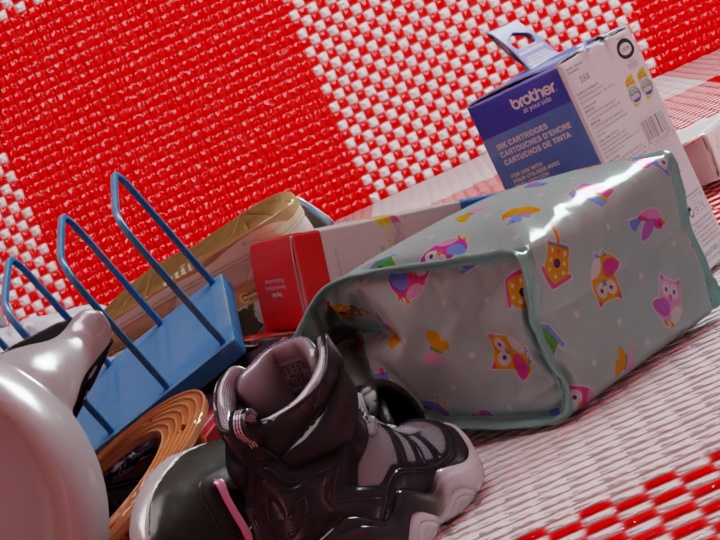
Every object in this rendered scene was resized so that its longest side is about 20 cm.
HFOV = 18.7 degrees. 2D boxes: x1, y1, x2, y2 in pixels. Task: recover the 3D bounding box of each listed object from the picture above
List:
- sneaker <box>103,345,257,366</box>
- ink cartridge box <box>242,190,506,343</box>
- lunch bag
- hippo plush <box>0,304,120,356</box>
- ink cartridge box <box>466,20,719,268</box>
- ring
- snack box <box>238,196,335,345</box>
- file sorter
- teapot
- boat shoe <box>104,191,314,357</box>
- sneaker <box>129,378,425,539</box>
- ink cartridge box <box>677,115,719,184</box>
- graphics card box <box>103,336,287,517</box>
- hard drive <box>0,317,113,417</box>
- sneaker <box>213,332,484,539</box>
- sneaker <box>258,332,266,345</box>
[{"bbox_3d":[-0.114,0.098,1.538,0.199,0.089,0.075,-11,-10,43],"label":"sneaker"},{"bbox_3d":[0.000,0.000,1.468,0.199,0.068,0.116,-12,0,-17],"label":"ink cartridge box"},{"bbox_3d":[0.077,0.019,1.261,0.200,0.122,0.170,-11,13,44],"label":"lunch bag"},{"bbox_3d":[-0.236,0.096,1.636,0.159,0.201,0.161,-29,20,-6],"label":"hippo plush"},{"bbox_3d":[0.149,-0.073,1.401,0.076,0.201,0.136,-21,6,30],"label":"ink cartridge box"},{"bbox_3d":[-0.158,0.148,1.278,0.200,0.019,0.200,-41,12,11],"label":"ring"},{"bbox_3d":[-0.088,0.039,1.658,0.200,0.037,0.116,-56,-2,-1],"label":"snack box"},{"bbox_3d":[-0.192,0.050,1.424,0.200,0.123,0.139,-38,19,5],"label":"file sorter"},{"bbox_3d":[-0.220,0.135,1.153,0.199,0.198,0.146,-12,-2,4],"label":"teapot"},{"bbox_3d":[-0.111,0.020,1.565,0.200,0.069,0.074,-30,17,25],"label":"boat shoe"},{"bbox_3d":[-0.036,0.106,1.150,0.099,0.071,0.200,-26,-1,35],"label":"sneaker"},{"bbox_3d":[0.211,-0.067,1.840,0.199,0.045,0.176,-22,5,33],"label":"ink cartridge box"},{"bbox_3d":[-0.125,0.116,1.416,0.200,0.051,0.126,-20,25,48],"label":"graphics card box"},{"bbox_3d":[-0.222,0.130,1.301,0.201,0.038,0.140,-64,-6,12],"label":"hard drive"},{"bbox_3d":[-0.005,0.080,1.045,0.075,0.114,0.200,-21,6,23],"label":"sneaker"},{"bbox_3d":[0.008,0.042,1.617,0.200,0.076,0.078,-29,10,-27],"label":"sneaker"}]
